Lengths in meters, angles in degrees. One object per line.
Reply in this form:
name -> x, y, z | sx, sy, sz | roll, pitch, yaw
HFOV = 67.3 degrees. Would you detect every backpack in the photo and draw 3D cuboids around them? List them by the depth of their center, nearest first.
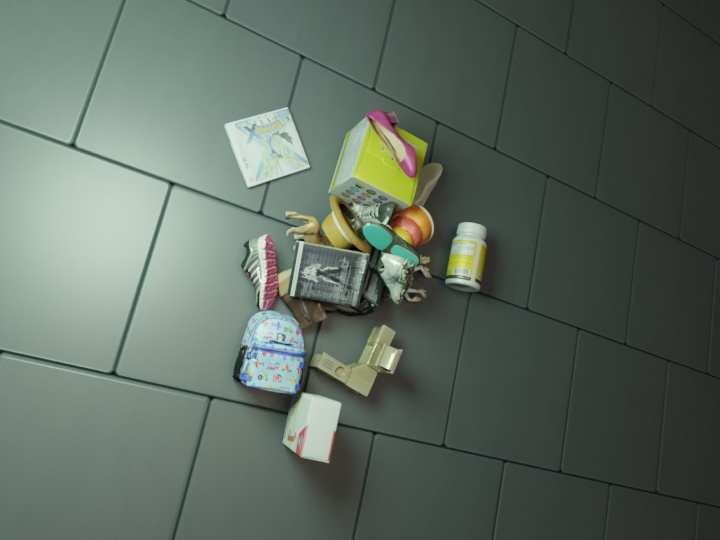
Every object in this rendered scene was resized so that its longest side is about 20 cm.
backpack -> -0.226, 0.210, 1.424 | 0.180, 0.134, 0.204 | 18, 78, -21

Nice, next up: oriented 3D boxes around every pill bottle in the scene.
pill bottle -> 0.342, -0.042, 1.731 | 0.112, 0.114, 0.204 | 18, 77, -22

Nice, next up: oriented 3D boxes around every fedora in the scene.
fedora -> -0.049, -0.111, 1.471 | 0.081, 0.201, 0.202 | -33, 100, 15

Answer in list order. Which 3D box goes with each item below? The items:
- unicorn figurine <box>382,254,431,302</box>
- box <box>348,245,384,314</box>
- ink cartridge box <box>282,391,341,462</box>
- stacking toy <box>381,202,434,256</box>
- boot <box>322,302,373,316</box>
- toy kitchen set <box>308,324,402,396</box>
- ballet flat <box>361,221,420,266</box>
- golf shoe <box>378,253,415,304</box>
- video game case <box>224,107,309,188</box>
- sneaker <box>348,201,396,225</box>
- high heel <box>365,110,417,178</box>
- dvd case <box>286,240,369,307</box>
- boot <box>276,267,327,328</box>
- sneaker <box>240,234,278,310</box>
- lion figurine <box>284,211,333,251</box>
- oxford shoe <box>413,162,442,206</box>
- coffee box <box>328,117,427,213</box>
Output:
unicorn figurine -> 0.142, 0.039, 1.659 | 0.135, 0.074, 0.203 | 21, 62, -12
box -> 0.000, 0.000, 1.553 | 0.140, 0.079, 0.202 | 35, 50, -20
ink cartridge box -> -0.132, 0.401, 1.413 | 0.082, 0.199, 0.148 | 15, 78, -19
stacking toy -> 0.120, -0.096, 1.586 | 0.147, 0.145, 0.200 | 51, 44, -11
boot -> -0.046, 0.059, 1.569 | 0.196, 0.067, 0.134 | 9, 75, -25
toy kitchen set -> -0.003, 0.222, 1.512 | 0.179, 0.163, 0.203 | 33, 71, -18
ballet flat -> 0.082, -0.079, 1.485 | 0.199, 0.068, 0.069 | 36, 30, -22
golf shoe -> 0.095, 0.017, 1.512 | 0.096, 0.202, 0.079 | 28, 60, 17
video game case -> -0.262, -0.351, 1.536 | 0.197, 0.022, 0.186 | -23, 94, -26
sneaker -> 0.020, -0.163, 1.554 | 0.114, 0.200, 0.076 | 30, 67, -10
high heel -> 0.081, -0.335, 1.449 | 0.095, 0.067, 0.203 | -15, 75, -37
dvd case -> -0.086, 0.011, 1.429 | 0.196, 0.016, 0.152 | 10, 108, -10
boot -> -0.126, 0.052, 1.483 | 0.197, 0.072, 0.169 | -26, 97, 20
sneaker -> -0.276, 0.005, 1.459 | 0.073, 0.086, 0.205 | -16, 106, -66
lion figurine -> -0.135, -0.100, 1.495 | 0.120, 0.201, 0.074 | 1, 69, 8
oxford shoe -> 0.202, -0.267, 1.727 | 0.202, 0.074, 0.058 | -57, 149, -27
coffee box -> 0.050, -0.297, 1.578 | 0.197, 0.197, 0.204 | 23, 75, -21
